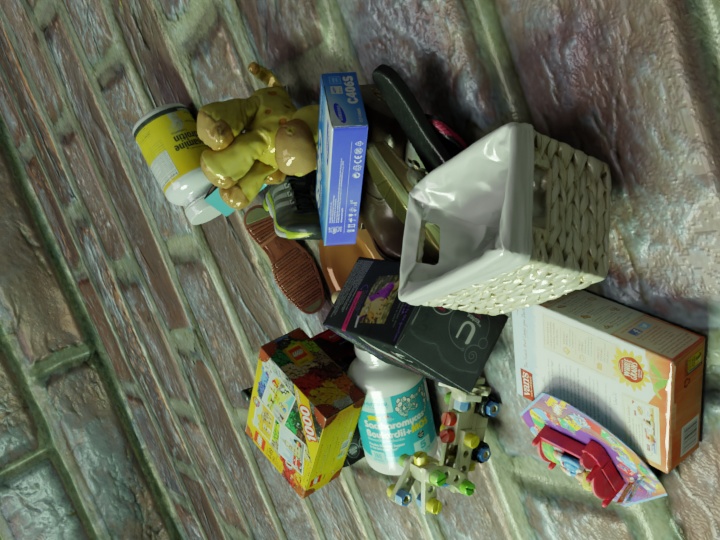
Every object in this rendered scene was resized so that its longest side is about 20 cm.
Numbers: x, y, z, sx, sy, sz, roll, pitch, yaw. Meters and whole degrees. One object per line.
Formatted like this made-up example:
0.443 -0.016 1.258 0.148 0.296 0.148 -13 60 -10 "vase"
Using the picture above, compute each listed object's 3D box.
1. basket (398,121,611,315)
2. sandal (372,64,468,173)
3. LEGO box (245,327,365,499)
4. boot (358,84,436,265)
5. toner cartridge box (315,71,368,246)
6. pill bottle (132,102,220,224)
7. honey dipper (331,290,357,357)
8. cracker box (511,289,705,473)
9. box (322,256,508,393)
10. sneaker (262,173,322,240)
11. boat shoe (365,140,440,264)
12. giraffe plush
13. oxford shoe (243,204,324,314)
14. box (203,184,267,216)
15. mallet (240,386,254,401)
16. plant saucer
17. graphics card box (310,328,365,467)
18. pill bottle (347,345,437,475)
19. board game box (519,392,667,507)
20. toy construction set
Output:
0.139 -0.037 0.816 0.200 0.123 0.136 150 131 -61 "basket"
0.085 -0.149 0.924 0.200 0.045 0.075 56 169 -17 "sandal"
-0.085 0.209 1.208 0.149 0.077 0.200 42 138 28 "LEGO box"
0.046 -0.117 1.018 0.186 0.064 0.200 38 137 35 "boot"
-0.026 -0.129 1.001 0.200 0.043 0.095 97 165 -51 "toner cartridge box"
-0.312 -0.187 1.473 0.200 0.112 0.112 59 150 7 "pill bottle"
-0.007 0.087 1.198 0.038 0.038 0.200 43 168 33 "honey dipper"
0.249 0.100 0.858 0.200 0.058 0.134 26 133 47 "cracker box"
0.061 0.060 1.009 0.122 0.106 0.200 33 170 -25 "box"
-0.094 -0.101 1.204 0.200 0.074 0.081 -133 47 -54 "sneaker"
0.080 -0.074 0.951 0.201 0.063 0.073 51 172 5 "boat shoe"
-0.096 -0.172 1.111 0.162 0.200 0.173 19 153 31 "giraffe plush"
-0.119 -0.017 1.365 0.200 0.071 0.074 60 175 6 "oxford shoe"
-0.180 -0.152 1.305 0.049 0.082 0.200 35 156 -17 "box"
-0.095 0.171 1.320 0.066 0.200 0.041 48 140 17 "mallet"
0.000 0.000 1.198 0.200 0.037 0.200 38 142 37 "plant saucer"
-0.026 0.191 1.297 0.051 0.125 0.200 -30 86 56 "graphics card box"
0.044 0.185 1.197 0.111 0.111 0.200 19 128 51 "pill bottle"
0.236 0.211 0.906 0.158 0.039 0.200 40 163 12 "board game box"
0.114 0.208 1.059 0.092 0.131 0.200 37 115 48 "toy construction set"
